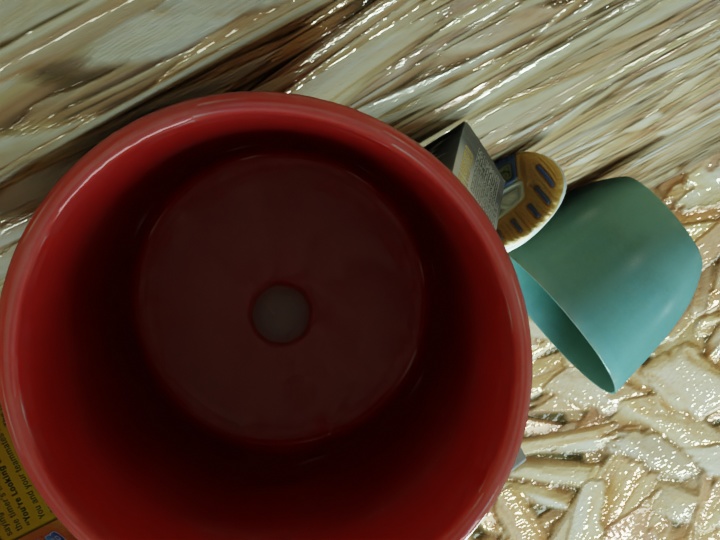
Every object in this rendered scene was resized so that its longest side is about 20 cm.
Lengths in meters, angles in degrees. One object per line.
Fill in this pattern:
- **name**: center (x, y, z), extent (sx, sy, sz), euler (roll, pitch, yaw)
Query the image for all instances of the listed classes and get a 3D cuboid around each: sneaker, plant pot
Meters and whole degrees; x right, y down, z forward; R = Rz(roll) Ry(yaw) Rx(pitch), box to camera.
- **sneaker**: center (0.072, -0.019, 1.772), extent (0.199, 0.076, 0.088), euler (-29, 176, 12)
- **plant pot**: center (0.256, -0.001, 2.433), extent (0.161, 0.201, 0.201), euler (-41, 177, -6)
- **plant pot**: center (-0.035, 0.023, 0.940), extent (0.199, 0.201, 0.177), euler (-29, -174, 3)

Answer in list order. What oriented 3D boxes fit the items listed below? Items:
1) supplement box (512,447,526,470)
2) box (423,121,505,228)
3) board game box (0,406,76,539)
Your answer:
- **supplement box**: center (0.035, 0.059, 1.589), extent (0.061, 0.201, 0.109), euler (-28, 176, 13)
- **box**: center (0.000, 0.000, 1.323), extent (0.158, 0.048, 0.200), euler (-31, -167, 17)
- **board game box**: center (-0.172, 0.143, 1.261), extent (0.199, 0.201, 0.200), euler (-26, 175, -26)
